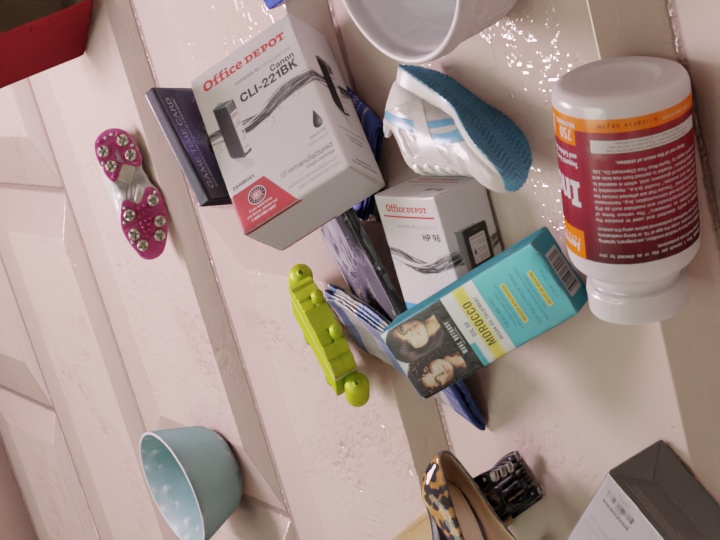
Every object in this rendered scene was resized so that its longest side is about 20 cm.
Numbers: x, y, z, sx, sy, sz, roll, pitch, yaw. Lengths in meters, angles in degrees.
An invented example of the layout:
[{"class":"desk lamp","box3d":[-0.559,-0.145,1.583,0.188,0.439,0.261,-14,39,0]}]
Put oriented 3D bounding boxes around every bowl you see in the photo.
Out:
[{"class":"bowl","box3d":[-0.259,0.330,2.258,0.200,0.104,0.203,37,140,40]}]

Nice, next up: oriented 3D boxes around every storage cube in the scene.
[{"class":"storage cube","box3d":[-0.500,-0.389,2.038,0.172,0.198,0.180,59,157,9]}]

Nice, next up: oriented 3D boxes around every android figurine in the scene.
[{"class":"android figurine","box3d":[-0.042,0.078,1.717,0.183,0.041,0.200,61,171,17]}]

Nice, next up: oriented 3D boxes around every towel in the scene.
[{"class":"towel","box3d":[-0.043,-0.164,1.616,0.200,0.024,0.146,45,144,33]},{"class":"towel","box3d":[0.049,0.098,1.585,0.199,0.024,0.147,35,166,34]}]

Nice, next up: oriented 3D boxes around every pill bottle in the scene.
[{"class":"pill bottle","box3d":[0.220,-0.063,1.161,0.112,0.112,0.203,22,129,51]}]

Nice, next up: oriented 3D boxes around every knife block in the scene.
[{"class":"knife block","box3d":[0.106,0.277,1.551,0.064,0.199,0.176,56,179,15]}]

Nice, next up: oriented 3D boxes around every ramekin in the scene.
[{"class":"ramekin","box3d":[0.064,-0.294,1.258,0.200,0.104,0.202,39,142,40]}]

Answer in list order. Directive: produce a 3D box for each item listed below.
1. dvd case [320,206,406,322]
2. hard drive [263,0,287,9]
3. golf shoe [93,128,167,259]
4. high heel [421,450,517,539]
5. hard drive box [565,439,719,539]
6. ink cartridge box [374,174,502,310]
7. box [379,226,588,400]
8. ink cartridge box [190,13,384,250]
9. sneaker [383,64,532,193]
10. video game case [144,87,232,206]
[{"class":"dvd case","box3d":[0.000,0.000,1.609,0.150,0.016,0.200,63,170,6]},{"class":"hard drive","box3d":[-0.076,-0.373,1.511,0.199,0.025,0.133,-18,95,61]},{"class":"golf shoe","box3d":[-0.341,-0.115,2.114,0.091,0.074,0.203,-170,62,-74]},{"class":"high heel","box3d":[0.137,0.270,1.436,0.199,0.071,0.145,18,122,45]},{"class":"hard drive box","box3d":[0.280,0.287,1.360,0.156,0.076,0.201,51,148,24]},{"class":"ink cartridge box","box3d":[0.083,-0.032,1.458,0.115,0.066,0.203,6,117,58]},{"class":"box","box3d":[0.119,0.044,1.375,0.199,0.049,0.083,-33,93,33]},{"class":"ink cartridge box","box3d":[-0.081,-0.149,1.518,0.143,0.083,0.202,-31,65,20]},{"class":"sneaker","box3d":[0.092,-0.121,1.354,0.200,0.076,0.082,48,126,45]},{"class":"video game case","box3d":[-0.143,-0.142,1.594,0.019,0.199,0.144,-35,76,32]}]
